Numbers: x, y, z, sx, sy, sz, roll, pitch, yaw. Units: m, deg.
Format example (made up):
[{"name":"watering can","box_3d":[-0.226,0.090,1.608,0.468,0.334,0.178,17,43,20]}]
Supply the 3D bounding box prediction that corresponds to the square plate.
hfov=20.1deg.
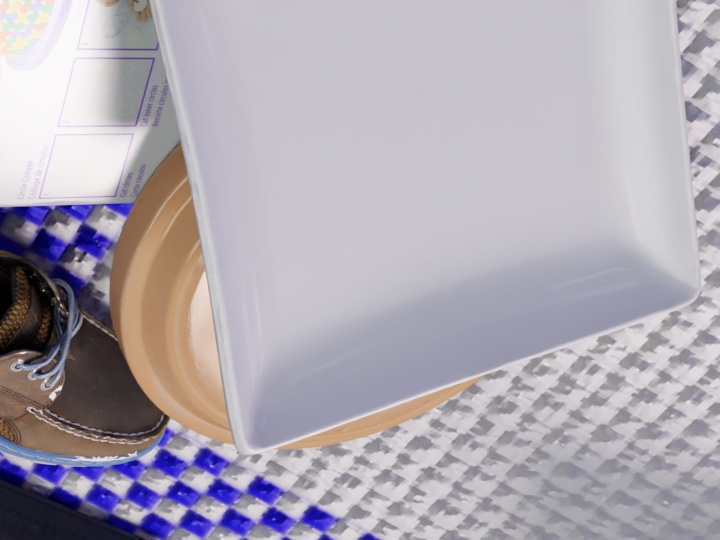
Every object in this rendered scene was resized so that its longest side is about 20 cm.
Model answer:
[{"name":"square plate","box_3d":[0.027,-0.052,0.737,0.199,0.028,0.199,-18,114,-19]}]

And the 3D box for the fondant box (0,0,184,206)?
[{"name":"fondant box","box_3d":[-0.119,-0.094,0.718,0.199,0.058,0.145,-3,133,-29]}]

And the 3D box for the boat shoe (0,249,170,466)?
[{"name":"boat shoe","box_3d":[-0.160,0.031,0.889,0.200,0.073,0.072,25,152,-28]}]

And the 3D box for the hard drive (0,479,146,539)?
[{"name":"hard drive","box_3d":[-0.193,0.193,1.089,0.134,0.042,0.200,24,132,-8]}]

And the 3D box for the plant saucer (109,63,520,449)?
[{"name":"plant saucer","box_3d":[0.000,0.000,0.810,0.199,0.032,0.201,-15,137,-15]}]
